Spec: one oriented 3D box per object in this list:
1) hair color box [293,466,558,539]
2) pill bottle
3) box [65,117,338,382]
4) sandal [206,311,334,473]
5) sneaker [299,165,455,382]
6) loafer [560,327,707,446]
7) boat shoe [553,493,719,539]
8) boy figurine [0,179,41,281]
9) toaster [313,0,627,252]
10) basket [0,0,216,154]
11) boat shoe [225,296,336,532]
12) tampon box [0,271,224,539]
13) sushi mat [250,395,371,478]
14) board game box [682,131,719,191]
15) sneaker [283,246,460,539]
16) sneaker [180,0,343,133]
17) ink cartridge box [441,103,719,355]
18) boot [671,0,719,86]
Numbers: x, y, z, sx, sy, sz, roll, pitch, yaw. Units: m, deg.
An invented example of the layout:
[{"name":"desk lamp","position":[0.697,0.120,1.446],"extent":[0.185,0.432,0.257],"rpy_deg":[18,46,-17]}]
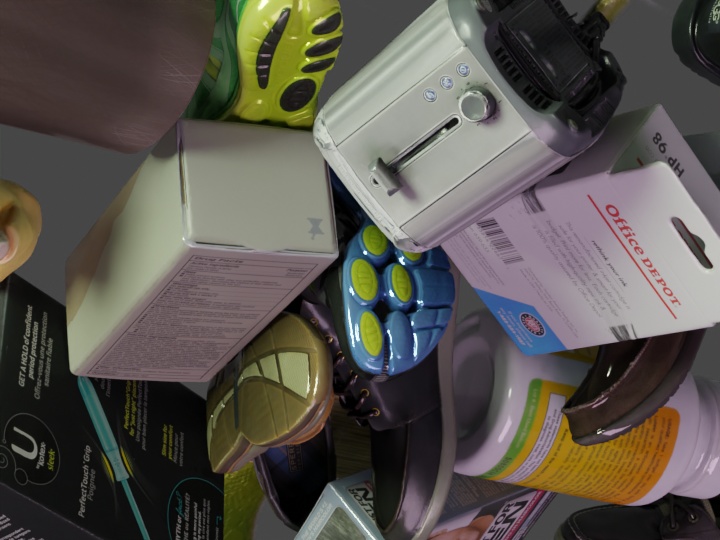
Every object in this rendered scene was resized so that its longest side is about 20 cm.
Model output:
[{"name":"hair color box","position":[0.044,0.170,1.427],"extent":[0.200,0.061,0.099],"rpy_deg":[-14,145,-44]},{"name":"pill bottle","position":[0.155,0.097,1.409],"extent":[0.200,0.111,0.111],"rpy_deg":[13,129,-26]},{"name":"box","position":[-0.096,-0.006,1.210],"extent":[0.095,0.078,0.200],"rpy_deg":[5,155,-26]},{"name":"sandal","position":[-0.047,0.077,1.264],"extent":[0.054,0.080,0.200],"rpy_deg":[5,161,-18]},{"name":"sneaker","position":[0.000,0.000,1.205],"extent":[0.071,0.200,0.083],"rpy_deg":[16,121,-24]},{"name":"loafer","position":[0.180,0.023,1.329],"extent":[0.071,0.200,0.073],"rpy_deg":[41,157,-12]},{"name":"boat shoe","position":[0.241,0.186,1.557],"extent":[0.201,0.072,0.066],"rpy_deg":[4,123,-20]},{"name":"boy figurine","position":[-0.234,-0.043,1.172],"extent":[0.064,0.124,0.200],"rpy_deg":[-48,165,-3]},{"name":"toaster","position":[0.061,-0.093,1.166],"extent":[0.129,0.200,0.114],"rpy_deg":[-36,95,25]},{"name":"basket","position":[-0.186,-0.141,1.070],"extent":[0.200,0.136,0.180],"rpy_deg":[20,144,-36]},{"name":"boat shoe","position":[-0.047,0.086,1.365],"extent":[0.069,0.057,0.200],"rpy_deg":[-16,129,-7]},{"name":"tampon box","position":[-0.196,0.125,1.302],"extent":[0.126,0.150,0.200],"rpy_deg":[-27,135,29]},{"name":"sushi mat","position":[-0.009,0.107,1.445],"extent":[0.200,0.012,0.096],"rpy_deg":[14,129,-27]},{"name":"board game box","position":[0.302,-0.038,1.272],"extent":[0.200,0.064,0.148],"rpy_deg":[11,171,-39]},{"name":"sneaker","position":[-0.002,0.072,1.308],"extent":[0.106,0.200,0.075],"rpy_deg":[4,175,-23]},{"name":"sneaker","position":[-0.056,-0.119,1.167],"extent":[0.074,0.084,0.200],"rpy_deg":[2,152,-21]},{"name":"ink cartridge box","position":[0.147,-0.023,1.225],"extent":[0.200,0.067,0.116],"rpy_deg":[-12,121,50]},{"name":"boot","position":[0.290,-0.118,1.198],"extent":[0.198,0.162,0.073],"rpy_deg":[21,83,-27]}]
